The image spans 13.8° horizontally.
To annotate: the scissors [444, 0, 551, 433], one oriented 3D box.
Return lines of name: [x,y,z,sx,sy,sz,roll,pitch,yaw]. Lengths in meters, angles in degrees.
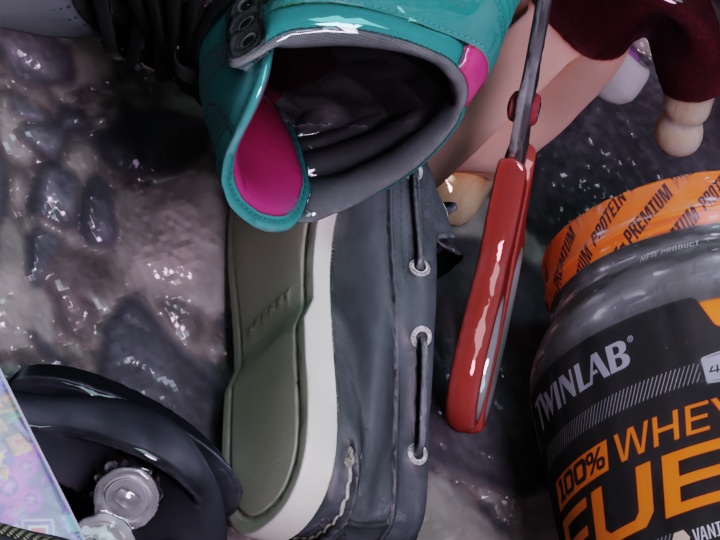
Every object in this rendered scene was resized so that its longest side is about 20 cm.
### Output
scissors: [0.050,-0.042,0.947,0.014,0.202,0.073,11,10,10]

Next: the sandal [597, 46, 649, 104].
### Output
sandal: [0.029,-0.138,1.044,0.202,0.050,0.082,40,6,-14]

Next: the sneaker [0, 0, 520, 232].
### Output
sneaker: [-0.045,-0.069,0.907,0.198,0.084,0.121,-4,50,14]

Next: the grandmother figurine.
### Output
grandmother figurine: [0.070,-0.086,0.959,0.121,0.200,0.061,40,49,-5]

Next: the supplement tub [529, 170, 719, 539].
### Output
supplement tub: [0.123,0.078,0.948,0.122,0.123,0.201,4,61,-30]

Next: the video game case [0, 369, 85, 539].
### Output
video game case: [-0.160,0.060,0.805,0.143,0.018,0.201,-25,84,-18]

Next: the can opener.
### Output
can opener: [-0.127,0.048,0.860,0.199,0.079,0.064,21,92,-17]

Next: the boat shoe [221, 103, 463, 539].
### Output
boat shoe: [0.001,-0.001,0.950,0.066,0.074,0.201,20,52,-27]

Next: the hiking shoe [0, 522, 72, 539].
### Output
hiking shoe: [-0.138,0.084,0.742,0.198,0.101,0.076,2,76,-13]
